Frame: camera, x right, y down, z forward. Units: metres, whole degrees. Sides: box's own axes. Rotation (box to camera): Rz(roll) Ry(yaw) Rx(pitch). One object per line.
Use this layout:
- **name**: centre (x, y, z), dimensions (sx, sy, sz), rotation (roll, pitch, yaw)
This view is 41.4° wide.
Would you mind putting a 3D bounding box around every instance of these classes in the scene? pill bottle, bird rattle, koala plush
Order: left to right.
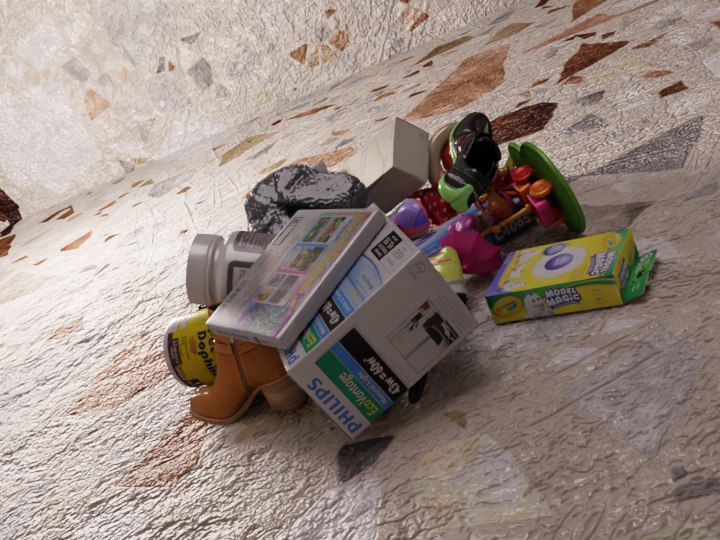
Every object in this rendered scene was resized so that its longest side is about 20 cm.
- **pill bottle**: centre (-0.182, 0.100, 1.385), dimensions (0.197, 0.111, 0.110), rotation (-16, 22, 24)
- **pill bottle**: centre (-0.129, 0.007, 1.283), dimensions (0.196, 0.116, 0.114), rotation (6, 26, 7)
- **koala plush**: centre (-0.074, -0.055, 1.498), dimensions (0.181, 0.200, 0.180), rotation (22, 76, 26)
- **bird rattle**: centre (0.164, -0.160, 1.571), dimensions (0.196, 0.166, 0.113), rotation (-16, 1, -3)

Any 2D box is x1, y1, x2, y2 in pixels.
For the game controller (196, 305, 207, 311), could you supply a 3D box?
- **game controller**: centre (-0.178, 0.045, 1.549), dimensions (0.103, 0.043, 0.199), rotation (-13, 7, 28)

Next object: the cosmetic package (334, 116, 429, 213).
- **cosmetic package**: centre (0.028, -0.153, 1.585), dimensions (0.199, 0.072, 0.105), rotation (-38, 40, 47)

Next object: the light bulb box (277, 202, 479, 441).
- **light bulb box**: centre (0.003, 0.054, 1.125), dimensions (0.199, 0.125, 0.198), rotation (-42, 25, 1)

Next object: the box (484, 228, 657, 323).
- **box**: centre (0.264, 0.006, 1.189), dimensions (0.197, 0.049, 0.118), rotation (-10, 25, 32)

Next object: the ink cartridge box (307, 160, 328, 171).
- **ink cartridge box**: centre (-0.088, -0.077, 1.609), dimensions (0.047, 0.162, 0.200), rotation (-16, 16, 30)

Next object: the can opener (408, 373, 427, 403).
- **can opener**: centre (0.064, 0.101, 1.191), dimensions (0.062, 0.080, 0.201), rotation (12, 26, -5)

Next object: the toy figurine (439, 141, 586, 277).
- **toy figurine**: centre (0.190, -0.077, 1.350), dimensions (0.183, 0.151, 0.200), rotation (-34, 34, 0)

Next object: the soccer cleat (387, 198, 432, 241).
- **soccer cleat**: centre (0.052, -0.063, 1.531), dimensions (0.076, 0.068, 0.200), rotation (-29, 2, -21)

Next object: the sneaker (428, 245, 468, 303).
- **sneaker**: centre (0.056, 0.014, 1.321), dimensions (0.196, 0.078, 0.092), rotation (-7, 69, 22)

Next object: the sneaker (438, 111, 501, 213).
- **sneaker**: centre (0.166, -0.158, 1.326), dimensions (0.083, 0.076, 0.202), rotation (-35, 26, 36)

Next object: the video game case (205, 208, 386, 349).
- **video game case**: centre (-0.080, 0.004, 1.142), dimensions (0.181, 0.024, 0.201), rotation (4, 51, 54)

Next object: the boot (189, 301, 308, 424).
- **boot**: centre (-0.173, 0.117, 1.265), dimensions (0.197, 0.157, 0.074), rotation (-14, 22, 27)

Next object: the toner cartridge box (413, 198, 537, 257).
- **toner cartridge box**: centre (0.162, -0.052, 1.453), dimensions (0.198, 0.044, 0.095), rotation (-31, 20, -15)
